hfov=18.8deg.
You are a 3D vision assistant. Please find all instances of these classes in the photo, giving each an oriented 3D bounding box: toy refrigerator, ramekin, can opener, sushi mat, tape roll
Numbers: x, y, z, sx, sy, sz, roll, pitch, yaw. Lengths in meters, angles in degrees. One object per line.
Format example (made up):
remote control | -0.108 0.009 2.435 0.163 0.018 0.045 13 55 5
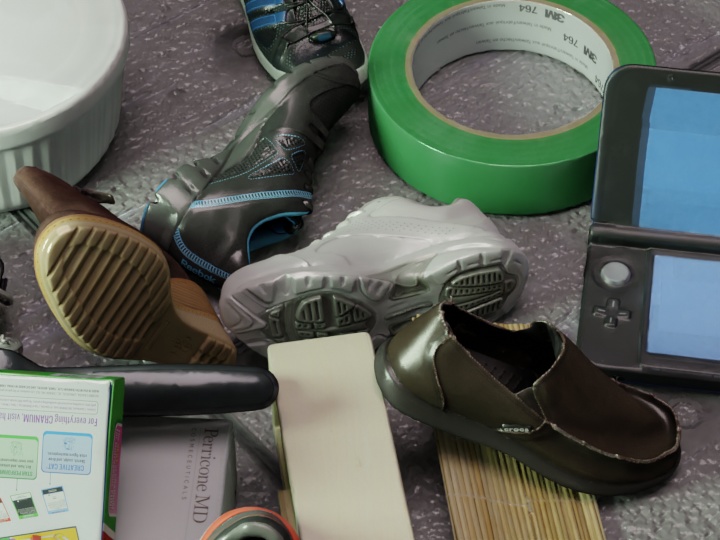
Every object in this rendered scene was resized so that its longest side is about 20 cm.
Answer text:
toy refrigerator | -0.012 0.137 1.236 0.069 0.076 0.201 -7 48 -6
ramekin | -0.253 -0.126 1.474 0.200 0.095 0.203 0 46 0
can opener | -0.144 0.071 1.224 0.198 0.079 0.063 -5 6 -9
sushi mat | 0.089 0.104 1.291 0.095 0.012 0.201 8 45 -18
tape roll | 0.104 -0.124 1.499 0.199 0.048 0.201 0 47 0

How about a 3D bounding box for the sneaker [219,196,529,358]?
sneaker | 0.000 0.000 1.376 0.198 0.078 0.100 -8 40 -19

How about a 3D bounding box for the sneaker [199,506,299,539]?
sneaker | -0.087 0.212 1.120 0.076 0.082 0.201 18 76 -1

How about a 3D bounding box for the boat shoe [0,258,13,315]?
boat shoe | -0.244 0.022 1.335 0.092 0.075 0.199 -32 43 -29

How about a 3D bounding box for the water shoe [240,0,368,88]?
water shoe | -0.053 -0.204 1.554 0.071 0.079 0.200 -19 49 -16

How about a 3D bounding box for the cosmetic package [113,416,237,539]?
cosmetic package | -0.174 0.140 1.238 0.198 0.072 0.102 2 46 2

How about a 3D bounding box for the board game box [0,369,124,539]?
board game box | -0.208 0.153 1.161 0.152 0.040 0.202 4 89 3

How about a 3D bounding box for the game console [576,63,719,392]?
game console | 0.241 -0.022 1.353 0.198 0.119 0.171 6 47 7

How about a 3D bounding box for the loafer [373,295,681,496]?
loafer | 0.108 0.072 1.260 0.199 0.072 0.073 17 41 -20

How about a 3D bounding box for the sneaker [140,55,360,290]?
sneaker | -0.057 -0.063 1.440 0.082 0.073 0.200 38 62 11

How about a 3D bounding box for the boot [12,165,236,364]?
boot | -0.170 -0.013 1.311 0.072 0.200 0.166 -48 55 -1
